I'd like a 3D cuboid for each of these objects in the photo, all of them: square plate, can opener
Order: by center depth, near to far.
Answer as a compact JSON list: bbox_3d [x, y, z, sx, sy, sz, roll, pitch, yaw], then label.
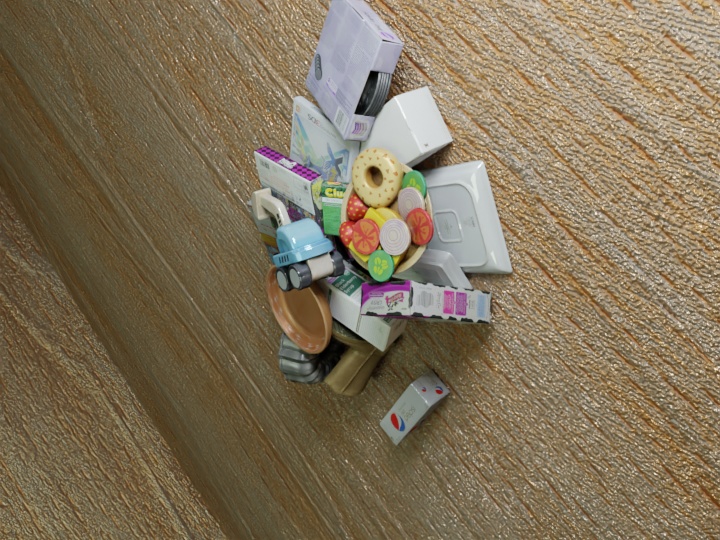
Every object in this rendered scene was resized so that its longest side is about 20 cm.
[{"bbox_3d":[0.162,-0.084,1.242,0.197,0.028,0.202,0,112,52],"label":"square plate"},{"bbox_3d":[0.000,0.000,1.466,0.201,0.063,0.079,59,144,6],"label":"can opener"}]

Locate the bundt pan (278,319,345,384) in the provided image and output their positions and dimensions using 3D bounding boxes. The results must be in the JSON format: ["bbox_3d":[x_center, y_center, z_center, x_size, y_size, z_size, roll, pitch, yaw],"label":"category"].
[{"bbox_3d":[-0.096,0.166,1.593,0.075,0.202,0.204,15,125,29],"label":"bundt pan"}]

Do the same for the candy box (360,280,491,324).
[{"bbox_3d":[0.116,0.059,1.243,0.136,0.198,0.062,-4,81,52],"label":"candy box"}]

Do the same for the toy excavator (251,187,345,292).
[{"bbox_3d":[-0.131,-0.069,1.335,0.194,0.099,0.203,-9,98,60],"label":"toy excavator"}]

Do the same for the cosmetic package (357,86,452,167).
[{"bbox_3d":[0.055,-0.224,1.236,0.199,0.084,0.109,-23,92,54],"label":"cosmetic package"}]

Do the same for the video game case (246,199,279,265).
[{"bbox_3d":[-0.190,-0.065,1.656,0.142,0.017,0.202,23,141,46],"label":"video game case"}]

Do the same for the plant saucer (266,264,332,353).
[{"bbox_3d":[-0.121,0.074,1.444,0.199,0.037,0.202,33,138,36],"label":"plant saucer"}]

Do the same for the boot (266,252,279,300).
[{"bbox_3d":[-0.174,0.023,1.664,0.199,0.072,0.168,26,141,44],"label":"boot"}]

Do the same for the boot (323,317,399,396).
[{"bbox_3d":[-0.029,0.190,1.525,0.201,0.173,0.067,-55,26,37],"label":"boot"}]

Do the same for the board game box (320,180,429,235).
[{"bbox_3d":[0.026,-0.104,1.273,0.197,0.024,0.106,8,127,14],"label":"board game box"}]

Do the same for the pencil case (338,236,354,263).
[{"bbox_3d":[-0.028,-0.120,1.406,0.093,0.090,0.202,-25,89,51],"label":"pencil case"}]

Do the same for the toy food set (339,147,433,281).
[{"bbox_3d":[0.040,-0.090,1.187,0.198,0.048,0.201,42,117,27],"label":"toy food set"}]

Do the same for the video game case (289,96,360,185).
[{"bbox_3d":[-0.074,-0.199,1.330,0.182,0.022,0.202,40,137,34],"label":"video game case"}]

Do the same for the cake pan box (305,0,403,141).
[{"bbox_3d":[-0.016,-0.347,1.198,0.201,0.052,0.186,58,138,40],"label":"cake pan box"}]

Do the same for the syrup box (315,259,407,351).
[{"bbox_3d":[-0.004,0.063,1.413,0.199,0.079,0.082,34,139,20],"label":"syrup box"}]

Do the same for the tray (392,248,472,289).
[{"bbox_3d":[0.107,-0.005,1.315,0.199,0.022,0.108,11,148,44],"label":"tray"}]

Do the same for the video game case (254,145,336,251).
[{"bbox_3d":[-0.129,-0.133,1.389,0.199,0.036,0.183,32,142,43],"label":"video game case"}]

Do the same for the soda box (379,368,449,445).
[{"bbox_3d":[0.113,0.296,1.511,0.064,0.068,0.201,48,142,18],"label":"soda box"}]
